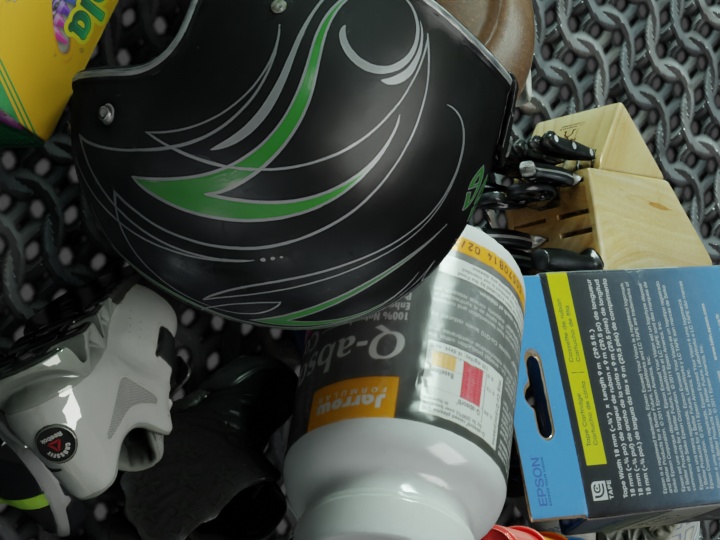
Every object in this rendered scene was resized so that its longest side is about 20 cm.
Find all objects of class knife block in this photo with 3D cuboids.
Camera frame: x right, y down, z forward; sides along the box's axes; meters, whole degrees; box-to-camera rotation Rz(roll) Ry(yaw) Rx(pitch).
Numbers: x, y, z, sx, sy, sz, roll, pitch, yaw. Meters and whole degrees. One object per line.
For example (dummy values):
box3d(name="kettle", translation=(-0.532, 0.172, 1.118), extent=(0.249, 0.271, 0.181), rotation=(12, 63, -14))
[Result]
box3d(name="knife block", translation=(0.134, -0.008, 1.514), extent=(0.200, 0.064, 0.176), rotation=(56, 38, -30))

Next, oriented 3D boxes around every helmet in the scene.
box3d(name="helmet", translation=(-0.039, -0.065, 1.232), extent=(0.200, 0.200, 0.191), rotation=(39, 89, -37))

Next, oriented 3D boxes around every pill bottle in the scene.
box3d(name="pill bottle", translation=(0.022, 0.078, 1.291), extent=(0.116, 0.116, 0.201), rotation=(44, 40, -35))

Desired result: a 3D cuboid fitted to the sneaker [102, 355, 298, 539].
box3d(name="sneaker", translation=(-0.074, 0.108, 1.311), extent=(0.199, 0.104, 0.060), rotation=(-16, 134, -50))

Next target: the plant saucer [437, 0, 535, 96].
box3d(name="plant saucer", translation=(0.008, -0.155, 1.369), extent=(0.199, 0.037, 0.201), rotation=(7, 65, -16))

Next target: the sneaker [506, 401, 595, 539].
box3d(name="sneaker", translation=(0.148, 0.093, 1.543), extent=(0.200, 0.074, 0.087), rotation=(-50, 121, -35))

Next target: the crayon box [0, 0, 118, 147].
box3d(name="crayon box", translation=(-0.173, -0.177, 1.255), extent=(0.119, 0.058, 0.201), rotation=(39, 66, -37))

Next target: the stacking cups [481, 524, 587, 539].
box3d(name="stacking cups", translation=(0.115, 0.176, 1.398), extent=(0.200, 0.060, 0.061), rotation=(24, 75, -63))

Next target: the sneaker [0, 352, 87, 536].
box3d(name="sneaker", translation=(-0.214, 0.071, 1.240), extent=(0.083, 0.072, 0.200), rotation=(-34, 125, 1))

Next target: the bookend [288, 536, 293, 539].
box3d(name="bookend", translation=(0.048, 0.253, 1.388), extent=(0.092, 0.199, 0.200), rotation=(-35, 115, -37))

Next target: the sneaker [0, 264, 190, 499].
box3d(name="sneaker", translation=(-0.127, 0.055, 1.257), extent=(0.089, 0.074, 0.200), rotation=(62, 22, -12))

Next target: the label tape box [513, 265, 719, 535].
box3d(name="label tape box", translation=(0.146, 0.076, 1.449), extent=(0.199, 0.063, 0.145), rotation=(-1, 75, -34))

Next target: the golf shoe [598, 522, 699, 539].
box3d(name="golf shoe", translation=(0.188, 0.161, 1.615), extent=(0.097, 0.078, 0.201), rotation=(14, 90, -68))

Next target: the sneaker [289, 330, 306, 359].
box3d(name="sneaker", translation=(0.000, 0.000, 1.411), extent=(0.074, 0.082, 0.201), rotation=(-43, 123, -34))

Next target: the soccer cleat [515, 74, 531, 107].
box3d(name="soccer cleat", translation=(0.032, -0.118, 1.441), extent=(0.200, 0.069, 0.078), rotation=(-16, 85, -45))
